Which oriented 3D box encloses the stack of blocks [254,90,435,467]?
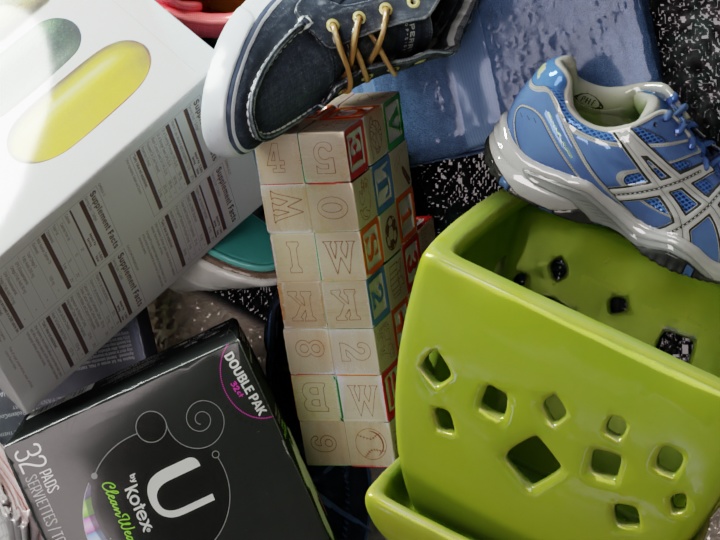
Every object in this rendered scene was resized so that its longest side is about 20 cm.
[{"bbox_3d":[0.000,0.000,1.143,0.058,0.115,0.202,-1,109,23],"label":"stack of blocks"}]

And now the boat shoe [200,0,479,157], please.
[{"bbox_3d":[-0.006,-0.128,1.068,0.090,0.201,0.071,13,135,25],"label":"boat shoe"}]

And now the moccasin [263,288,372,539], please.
[{"bbox_3d":[-0.041,0.103,1.217,0.080,0.068,0.202,-5,97,21],"label":"moccasin"}]

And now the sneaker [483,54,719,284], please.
[{"bbox_3d":[0.171,-0.054,1.084,0.198,0.076,0.077,19,126,-7],"label":"sneaker"}]

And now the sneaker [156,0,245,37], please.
[{"bbox_3d":[-0.117,-0.180,1.202,0.198,0.087,0.075,3,97,21],"label":"sneaker"}]

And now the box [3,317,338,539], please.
[{"bbox_3d":[-0.095,0.152,1.117,0.147,0.124,0.202,-24,95,-2],"label":"box"}]

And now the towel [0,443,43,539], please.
[{"bbox_3d":[-0.232,0.193,1.240,0.191,0.032,0.202,36,135,54],"label":"towel"}]

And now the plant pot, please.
[{"bbox_3d":[0.124,0.083,1.089,0.198,0.199,0.183,24,111,15],"label":"plant pot"}]

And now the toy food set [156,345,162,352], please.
[{"bbox_3d":[-0.170,0.122,1.276,0.198,0.049,0.200,-17,91,27],"label":"toy food set"}]

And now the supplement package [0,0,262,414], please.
[{"bbox_3d":[-0.185,-0.059,1.138,0.200,0.151,0.152,-42,64,-16],"label":"supplement package"}]

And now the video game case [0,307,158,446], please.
[{"bbox_3d":[-0.178,0.120,1.242,0.142,0.019,0.202,-11,94,27],"label":"video game case"}]

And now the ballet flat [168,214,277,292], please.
[{"bbox_3d":[-0.128,-0.027,1.245,0.199,0.069,0.070,29,106,20],"label":"ballet flat"}]

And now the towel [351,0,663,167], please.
[{"bbox_3d":[0.079,-0.128,1.154,0.198,0.048,0.113,-10,93,23],"label":"towel"}]
